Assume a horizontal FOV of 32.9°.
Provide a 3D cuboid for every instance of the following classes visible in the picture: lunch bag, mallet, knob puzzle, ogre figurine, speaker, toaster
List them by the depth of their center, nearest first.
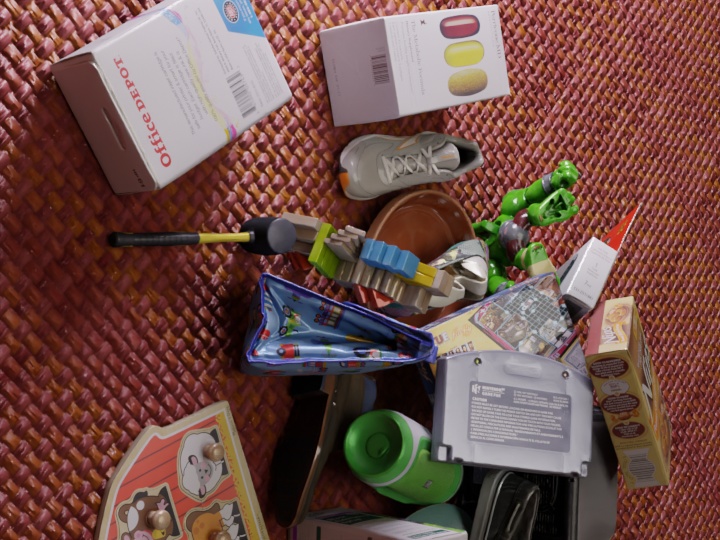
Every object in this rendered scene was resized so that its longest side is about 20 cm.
[{"bbox_3d":[-0.182,0.251,1.234,0.219,0.030,0.221,0,90,-44],"label":"knob puzzle"},{"bbox_3d":[-0.155,-0.033,1.240,0.199,0.066,0.041,-3,93,-43],"label":"mallet"},{"bbox_3d":[-0.017,0.074,1.252,0.199,0.151,0.095,11,80,-7],"label":"lunch bag"},{"bbox_3d":[0.052,0.215,1.383,0.200,0.088,0.089,38,62,-60],"label":"speaker"},{"bbox_3d":[0.215,0.241,1.515,0.118,0.180,0.201,6,85,-49],"label":"toaster"},{"bbox_3d":[0.202,-0.041,1.535,0.098,0.120,0.201,8,87,-28],"label":"ogre figurine"}]

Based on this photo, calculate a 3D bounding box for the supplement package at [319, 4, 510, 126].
[{"bbox_3d":[0.067,-0.242,1.425,0.199,0.109,0.114,-18,102,-43],"label":"supplement package"}]

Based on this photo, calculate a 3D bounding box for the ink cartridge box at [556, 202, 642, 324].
[{"bbox_3d":[0.273,0.008,1.569,0.043,0.200,0.174,30,63,-2],"label":"ink cartridge box"}]

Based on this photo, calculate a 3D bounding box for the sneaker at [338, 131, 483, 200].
[{"bbox_3d":[0.063,-0.130,1.432,0.199,0.092,0.076,-19,103,-41],"label":"sneaker"}]

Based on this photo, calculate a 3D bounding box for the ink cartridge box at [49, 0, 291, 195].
[{"bbox_3d":[-0.183,-0.185,1.202,0.200,0.084,0.145,-41,116,-38],"label":"ink cartridge box"}]

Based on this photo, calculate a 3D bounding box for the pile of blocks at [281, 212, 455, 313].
[{"bbox_3d":[0.000,0.000,1.318,0.082,0.199,0.062,93,17,-74],"label":"pile of blocks"}]

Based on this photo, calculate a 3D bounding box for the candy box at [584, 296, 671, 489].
[{"bbox_3d":[0.322,0.147,1.459,0.116,0.055,0.201,-65,139,-56],"label":"candy box"}]

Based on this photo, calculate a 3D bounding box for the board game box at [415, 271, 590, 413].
[{"bbox_3d":[0.163,0.100,1.422,0.199,0.035,0.136,-22,94,-25],"label":"board game box"}]

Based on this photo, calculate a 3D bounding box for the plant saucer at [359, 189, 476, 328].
[{"bbox_3d":[0.067,0.003,1.463,0.200,0.032,0.202,-9,102,-43],"label":"plant saucer"}]

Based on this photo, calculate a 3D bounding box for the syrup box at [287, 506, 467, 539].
[{"bbox_3d":[0.015,0.308,1.304,0.078,0.199,0.082,3,89,-44],"label":"syrup box"}]

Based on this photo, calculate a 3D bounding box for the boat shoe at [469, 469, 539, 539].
[{"bbox_3d":[0.167,0.334,1.425,0.072,0.071,0.201,-14,114,-49],"label":"boat shoe"}]

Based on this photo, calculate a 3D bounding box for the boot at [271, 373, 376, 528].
[{"bbox_3d":[-0.034,0.191,1.347,0.097,0.075,0.201,24,71,-38],"label":"boot"}]

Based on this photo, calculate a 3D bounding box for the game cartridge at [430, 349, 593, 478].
[{"bbox_3d":[0.172,0.159,1.377,0.199,0.041,0.134,11,80,-23],"label":"game cartridge"}]

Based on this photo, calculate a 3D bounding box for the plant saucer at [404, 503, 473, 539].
[{"bbox_3d":[0.077,0.373,1.434,0.199,0.036,0.201,-20,121,-36],"label":"plant saucer"}]

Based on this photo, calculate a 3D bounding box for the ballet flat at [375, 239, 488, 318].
[{"bbox_3d":[0.102,0.016,1.428,0.199,0.071,0.070,-20,117,-42],"label":"ballet flat"}]
